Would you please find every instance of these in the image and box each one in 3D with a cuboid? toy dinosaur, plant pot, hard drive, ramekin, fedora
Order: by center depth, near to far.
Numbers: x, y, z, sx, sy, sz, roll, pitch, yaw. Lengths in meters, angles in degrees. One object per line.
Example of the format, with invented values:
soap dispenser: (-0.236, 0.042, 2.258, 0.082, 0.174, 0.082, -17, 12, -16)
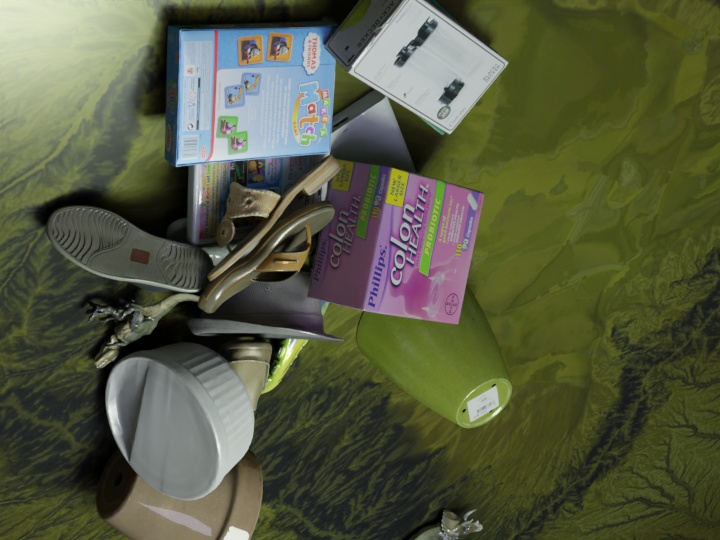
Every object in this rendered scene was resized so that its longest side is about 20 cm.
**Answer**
toy dinosaur: (-0.277, 0.058, 1.647, 0.200, 0.048, 0.088, -29, 146, 32)
fedora: (-0.118, 0.041, 1.703, 0.200, 0.090, 0.177, 2, 175, 10)
ramekin: (-0.225, 0.183, 1.725, 0.094, 0.202, 0.203, -30, 146, -47)
hard drive: (0.002, -0.127, 1.730, 0.132, 0.026, 0.200, -34, 141, -7)
plant pot: (-0.257, 0.310, 1.843, 0.174, 0.200, 0.200, 28, 109, -31)
plant pot: (0.125, 0.124, 1.933, 0.187, 0.200, 0.187, -22, 138, -21)
toy dinosaur: (0.121, 0.490, 2.405, 0.200, 0.077, 0.102, -26, 128, -8)

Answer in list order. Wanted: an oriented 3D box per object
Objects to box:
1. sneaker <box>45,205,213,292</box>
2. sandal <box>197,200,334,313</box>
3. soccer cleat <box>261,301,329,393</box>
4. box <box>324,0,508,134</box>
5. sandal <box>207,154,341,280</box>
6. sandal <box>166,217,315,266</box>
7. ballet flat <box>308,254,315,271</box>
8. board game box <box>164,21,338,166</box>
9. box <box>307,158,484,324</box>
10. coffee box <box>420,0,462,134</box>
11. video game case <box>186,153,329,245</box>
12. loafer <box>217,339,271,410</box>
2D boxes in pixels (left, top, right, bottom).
sneaker: (-0.281, -0.014, 1.582, 0.200, 0.106, 0.075, 22, 75, -22)
sandal: (-0.104, -0.007, 1.601, 0.200, 0.054, 0.080, -40, 169, -15)
soccer cleat: (-0.091, 0.091, 1.839, 0.084, 0.065, 0.200, -2, 129, -46)
box: (0.067, -0.251, 1.563, 0.200, 0.060, 0.117, 22, 112, -47)
sandal: (-0.120, -0.081, 1.569, 0.212, 0.078, 0.070, -42, 99, -19)
sandal: (-0.152, -0.043, 1.674, 0.202, 0.050, 0.082, 8, 138, -35)
ballet flat: (0.000, 0.000, 1.828, 0.062, 0.067, 0.200, -55, 146, 5)
board game box: (-0.121, -0.201, 1.515, 0.200, 0.037, 0.152, -7, 112, -31)
box: (0.048, -0.034, 1.693, 0.200, 0.097, 0.176, 11, 91, -49)
coffee box: (0.081, -0.259, 1.649, 0.123, 0.044, 0.200, -48, 140, 11)
video game case: (-0.117, -0.136, 1.589, 0.182, 0.024, 0.200, -10, 117, -31)
loafer: (-0.159, 0.152, 1.787, 0.076, 0.068, 0.200, -1, 152, -15)
